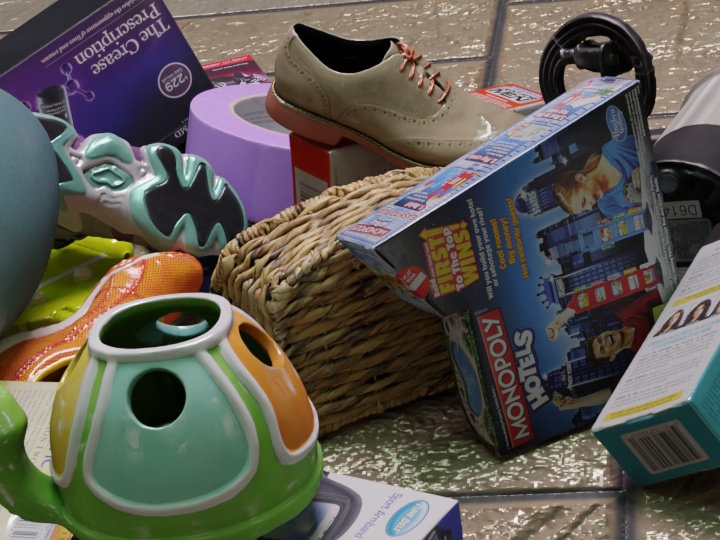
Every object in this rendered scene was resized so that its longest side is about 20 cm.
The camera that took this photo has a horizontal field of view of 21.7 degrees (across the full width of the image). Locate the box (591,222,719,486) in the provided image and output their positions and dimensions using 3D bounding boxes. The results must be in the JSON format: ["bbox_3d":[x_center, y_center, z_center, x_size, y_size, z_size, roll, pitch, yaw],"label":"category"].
[{"bbox_3d":[0.220,0.038,1.127,0.082,0.049,0.200,-25,21,49],"label":"box"}]

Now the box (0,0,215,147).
[{"bbox_3d":[-0.232,-0.138,1.538,0.200,0.141,0.079,-37,33,-10],"label":"box"}]

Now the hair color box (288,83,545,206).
[{"bbox_3d":[0.049,-0.063,1.380,0.200,0.111,0.064,-14,24,-28],"label":"hair color box"}]

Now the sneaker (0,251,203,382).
[{"bbox_3d":[-0.174,0.054,1.294,0.077,0.073,0.200,28,48,29],"label":"sneaker"}]

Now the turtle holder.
[{"bbox_3d":[-0.115,0.084,1.035,0.185,0.132,0.141,6,31,28],"label":"turtle holder"}]

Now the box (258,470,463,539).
[{"bbox_3d":[-0.037,0.159,1.052,0.200,0.042,0.119,6,29,32],"label":"box"}]

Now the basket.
[{"bbox_3d":[0.000,0.000,1.248,0.200,0.143,0.149,-18,28,-20],"label":"basket"}]

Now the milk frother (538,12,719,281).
[{"bbox_3d":[0.226,-0.103,1.318,0.180,0.200,0.188,14,32,21],"label":"milk frother"}]

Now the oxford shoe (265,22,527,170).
[{"bbox_3d":[0.035,-0.116,1.283,0.200,0.075,0.071,13,38,2],"label":"oxford shoe"}]

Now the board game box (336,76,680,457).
[{"bbox_3d":[0.095,0.002,1.163,0.200,0.200,0.062,-18,14,-20],"label":"board game box"}]

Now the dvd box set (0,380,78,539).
[{"bbox_3d":[-0.244,0.126,1.157,0.200,0.029,0.146,0,41,17],"label":"dvd box set"}]

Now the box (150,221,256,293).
[{"bbox_3d":[-0.091,-0.022,1.451,0.121,0.032,0.200,-17,28,-18],"label":"box"}]

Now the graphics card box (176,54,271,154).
[{"bbox_3d":[-0.130,-0.129,1.661,0.125,0.051,0.200,-14,28,-11],"label":"graphics card box"}]

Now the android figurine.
[{"bbox_3d":[-0.252,0.016,1.409,0.182,0.041,0.200,-28,29,-37],"label":"android figurine"}]

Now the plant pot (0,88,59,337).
[{"bbox_3d":[-0.290,-0.013,1.227,0.200,0.200,0.135,-12,46,-8],"label":"plant pot"}]

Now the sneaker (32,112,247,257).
[{"bbox_3d":[-0.191,-0.049,1.397,0.200,0.078,0.140,23,-23,-15],"label":"sneaker"}]

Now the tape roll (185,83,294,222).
[{"bbox_3d":[-0.038,-0.091,1.481,0.200,0.066,0.200,7,18,-2],"label":"tape roll"}]
